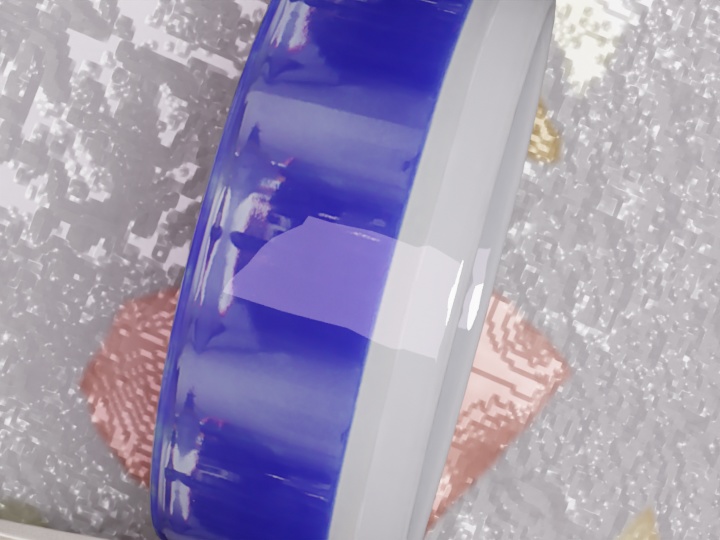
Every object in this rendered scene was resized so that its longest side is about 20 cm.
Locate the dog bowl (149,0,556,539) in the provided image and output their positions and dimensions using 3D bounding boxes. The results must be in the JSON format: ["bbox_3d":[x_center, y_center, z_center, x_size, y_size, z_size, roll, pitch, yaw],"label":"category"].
[{"bbox_3d":[0.000,0.000,0.730,0.078,0.200,0.202,15,95,5],"label":"dog bowl"}]

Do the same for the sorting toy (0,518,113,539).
[{"bbox_3d":[-0.119,0.161,0.778,0.179,0.107,0.201,25,95,-11],"label":"sorting toy"}]
